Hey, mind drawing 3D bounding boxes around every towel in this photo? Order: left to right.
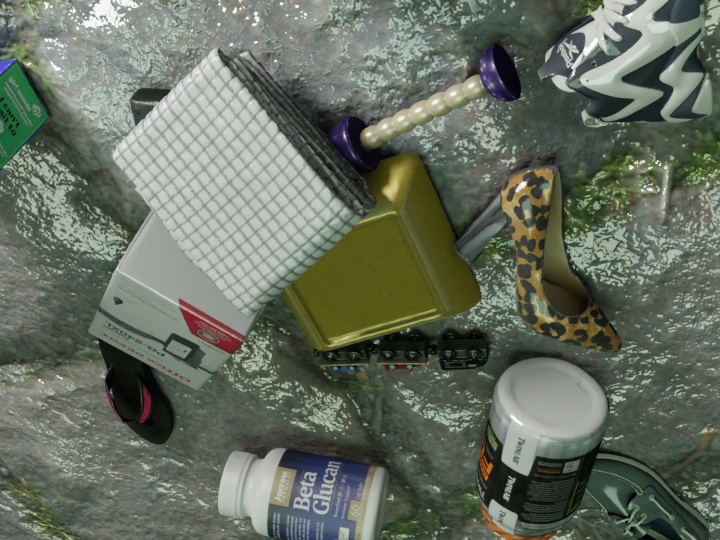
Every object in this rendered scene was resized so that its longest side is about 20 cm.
[{"bbox_3d":[-0.106,-0.082,0.861,0.166,0.086,0.200,-39,93,28],"label":"towel"}]

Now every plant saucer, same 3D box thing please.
[{"bbox_3d":[0.000,0.000,0.958,0.200,0.048,0.200,-18,125,16],"label":"plant saucer"}]

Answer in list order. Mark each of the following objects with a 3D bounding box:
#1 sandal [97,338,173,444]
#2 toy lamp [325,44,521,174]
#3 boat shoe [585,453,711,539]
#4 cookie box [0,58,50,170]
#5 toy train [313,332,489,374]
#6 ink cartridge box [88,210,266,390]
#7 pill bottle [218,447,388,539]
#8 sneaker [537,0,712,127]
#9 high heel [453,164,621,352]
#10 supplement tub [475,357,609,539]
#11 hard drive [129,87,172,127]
[{"bbox_3d":[-0.290,0.151,1.185,0.075,0.045,0.200,2,128,14],"label":"sandal"},{"bbox_3d":[0.045,-0.136,0.854,0.200,0.058,0.058,-23,119,31],"label":"toy lamp"},{"bbox_3d":[0.331,0.284,1.107,0.200,0.062,0.073,35,129,-13],"label":"boat shoe"},{"bbox_3d":[-0.426,-0.115,0.909,0.171,0.200,0.075,-6,127,21],"label":"cookie box"},{"bbox_3d":[0.045,0.094,1.056,0.200,0.034,0.046,-2,140,16],"label":"toy train"},{"bbox_3d":[-0.193,0.039,1.002,0.145,0.083,0.200,30,150,-10],"label":"ink cartridge box"},{"bbox_3d":[-0.071,0.285,1.189,0.200,0.111,0.111,9,130,8],"label":"pill bottle"},{"bbox_3d":[0.199,-0.195,0.747,0.129,0.080,0.199,-13,134,14],"label":"sneaker"},{"bbox_3d":[0.201,-0.007,0.901,0.200,0.071,0.143,37,135,-3],"label":"high heel"},{"bbox_3d":[0.194,0.204,1.043,0.122,0.123,0.200,10,129,7],"label":"supplement tub"},{"bbox_3d":[-0.147,-0.087,0.962,0.139,0.033,0.200,5,129,12],"label":"hard drive"}]
